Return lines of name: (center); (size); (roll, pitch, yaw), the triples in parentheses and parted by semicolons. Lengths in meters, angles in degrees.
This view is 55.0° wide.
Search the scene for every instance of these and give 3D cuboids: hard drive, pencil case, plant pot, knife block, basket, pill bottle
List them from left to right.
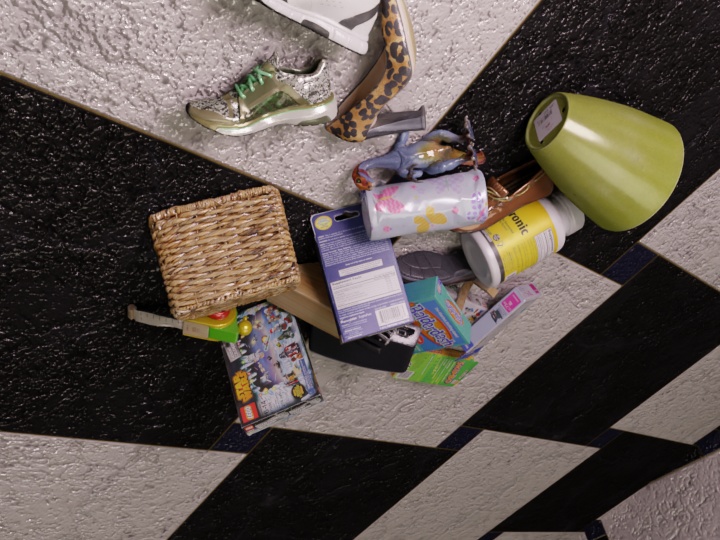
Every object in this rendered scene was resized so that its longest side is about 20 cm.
basket: (-0.198, -0.023, 1.035); (0.195, 0.153, 0.143); (-16, 174, -10)
knife block: (-0.041, 0.068, 1.126); (0.195, 0.178, 0.065); (-8, 140, -18)
hard drive: (0.002, 0.124, 1.230); (0.195, 0.043, 0.136); (13, 144, 0)
pencil case: (0.095, -0.101, 1.052); (0.195, 0.092, 0.085); (-7, 130, -3)
pill bottle: (0.281, -0.064, 1.192); (0.197, 0.112, 0.112); (-28, 143, -10)
plant pot: (0.356, -0.186, 1.069); (0.197, 0.189, 0.188); (22, 125, -24)

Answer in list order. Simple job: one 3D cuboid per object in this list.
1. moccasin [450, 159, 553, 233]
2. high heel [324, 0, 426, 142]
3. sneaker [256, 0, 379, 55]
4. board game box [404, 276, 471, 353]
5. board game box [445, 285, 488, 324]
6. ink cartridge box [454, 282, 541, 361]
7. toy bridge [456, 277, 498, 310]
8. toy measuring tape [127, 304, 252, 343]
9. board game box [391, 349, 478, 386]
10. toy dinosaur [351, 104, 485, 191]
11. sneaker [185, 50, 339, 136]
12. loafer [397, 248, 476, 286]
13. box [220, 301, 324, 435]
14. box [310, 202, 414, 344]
moccasin: (0.224, -0.124, 1.133); (0.197, 0.074, 0.079); (-22, 133, 1)
high heel: (0.004, -0.258, 0.886); (0.139, 0.072, 0.203); (-5, 128, 12)
sneaker: (-0.060, -0.318, 0.780); (0.197, 0.074, 0.081); (10, 116, -41)
board game box: (0.080, 0.090, 1.240); (0.196, 0.046, 0.152); (-15, 136, 29)
board game box: (0.147, 0.083, 1.356); (0.198, 0.035, 0.126); (23, 122, -42)
ink cartridge box: (0.272, 0.106, 1.412); (0.200, 0.042, 0.119); (-49, 160, 24)
toy bridge: (0.229, 0.025, 1.300); (0.027, 0.067, 0.201); (38, 90, -37)
toy measuring tape: (-0.270, 0.068, 1.118); (0.195, 0.075, 0.074); (13, 134, -7)
board game box: (0.165, 0.210, 1.516); (0.197, 0.030, 0.096); (17, 127, -36)
toy dinosaur: (0.083, -0.153, 1.021); (0.178, 0.108, 0.200); (-16, 156, 20)
sneaker: (-0.120, -0.226, 0.852); (0.196, 0.077, 0.090); (-14, 128, -22)
loafer: (0.143, 0.006, 1.243); (0.196, 0.073, 0.064); (-7, 143, -25)
box: (-0.152, 0.150, 1.142); (0.134, 0.203, 0.040); (-22, 147, -2)
box: (0.000, 0.000, 1.082); (0.118, 0.205, 0.032); (-14, 171, -11)
